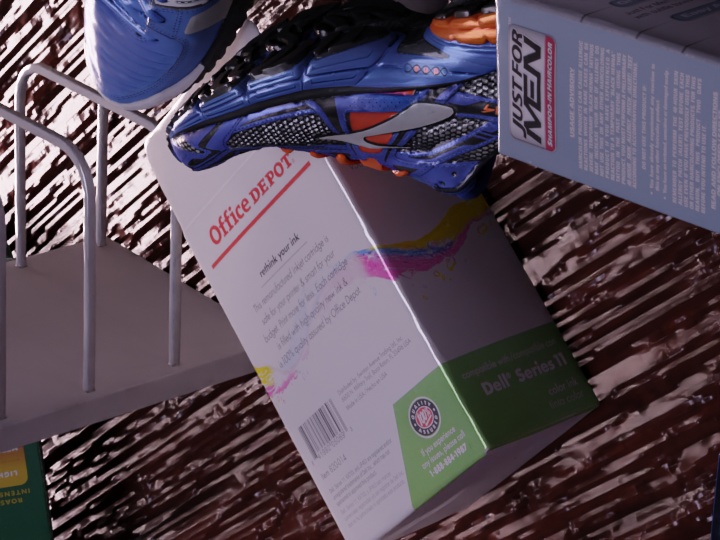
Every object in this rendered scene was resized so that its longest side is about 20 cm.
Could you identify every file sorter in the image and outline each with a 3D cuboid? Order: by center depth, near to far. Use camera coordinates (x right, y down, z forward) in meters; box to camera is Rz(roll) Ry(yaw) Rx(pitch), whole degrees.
[{"bbox_3d":[-0.155,-0.013,1.191,0.139,0.200,0.125,28,125,43],"label":"file sorter"}]

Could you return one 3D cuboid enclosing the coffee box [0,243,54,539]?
[{"bbox_3d":[-0.189,0.075,1.369,0.123,0.044,0.200,-130,32,-68],"label":"coffee box"}]

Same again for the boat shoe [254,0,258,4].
[{"bbox_3d":[-0.069,-0.151,1.119,0.202,0.075,0.075,-39,74,53],"label":"boat shoe"}]

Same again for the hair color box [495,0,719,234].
[{"bbox_3d":[0.146,-0.052,0.859,0.200,0.099,0.061,24,125,46],"label":"hair color box"}]

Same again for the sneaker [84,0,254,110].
[{"bbox_3d":[-0.076,-0.137,1.021,0.076,0.077,0.200,38,134,17],"label":"sneaker"}]

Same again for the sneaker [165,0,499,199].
[{"bbox_3d":[0.017,-0.059,1.002,0.200,0.075,0.078,-9,109,27],"label":"sneaker"}]

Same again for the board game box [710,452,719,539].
[{"bbox_3d":[0.202,0.156,0.935,0.200,0.035,0.136,29,128,43],"label":"board game box"}]

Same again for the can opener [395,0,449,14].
[{"bbox_3d":[0.053,-0.155,0.993,0.067,0.053,0.200,41,145,-13],"label":"can opener"}]

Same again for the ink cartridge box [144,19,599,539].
[{"bbox_3d":[0.000,0.000,1.102,0.200,0.067,0.117,62,142,12],"label":"ink cartridge box"}]
